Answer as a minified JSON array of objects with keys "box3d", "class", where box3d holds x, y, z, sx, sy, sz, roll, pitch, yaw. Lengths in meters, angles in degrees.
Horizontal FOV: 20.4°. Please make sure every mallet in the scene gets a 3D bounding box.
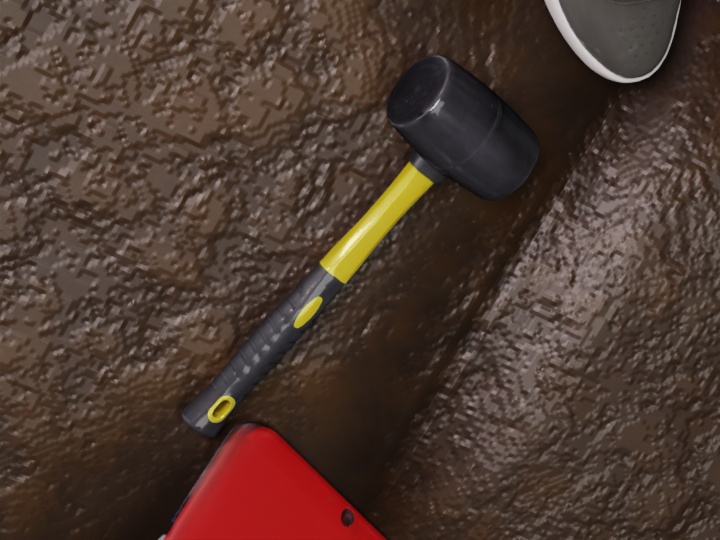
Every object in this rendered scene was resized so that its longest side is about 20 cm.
[{"box3d":[0.000,0.000,0.877,0.066,0.041,0.200,27,106,-31],"class":"mallet"}]

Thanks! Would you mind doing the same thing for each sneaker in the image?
[{"box3d":[0.118,-0.159,0.809,0.071,0.099,0.201,-13,118,-17],"class":"sneaker"}]

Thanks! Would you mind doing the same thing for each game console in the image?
[{"box3d":[-0.065,0.194,0.948,0.172,0.119,0.200,-25,124,28],"class":"game console"}]
